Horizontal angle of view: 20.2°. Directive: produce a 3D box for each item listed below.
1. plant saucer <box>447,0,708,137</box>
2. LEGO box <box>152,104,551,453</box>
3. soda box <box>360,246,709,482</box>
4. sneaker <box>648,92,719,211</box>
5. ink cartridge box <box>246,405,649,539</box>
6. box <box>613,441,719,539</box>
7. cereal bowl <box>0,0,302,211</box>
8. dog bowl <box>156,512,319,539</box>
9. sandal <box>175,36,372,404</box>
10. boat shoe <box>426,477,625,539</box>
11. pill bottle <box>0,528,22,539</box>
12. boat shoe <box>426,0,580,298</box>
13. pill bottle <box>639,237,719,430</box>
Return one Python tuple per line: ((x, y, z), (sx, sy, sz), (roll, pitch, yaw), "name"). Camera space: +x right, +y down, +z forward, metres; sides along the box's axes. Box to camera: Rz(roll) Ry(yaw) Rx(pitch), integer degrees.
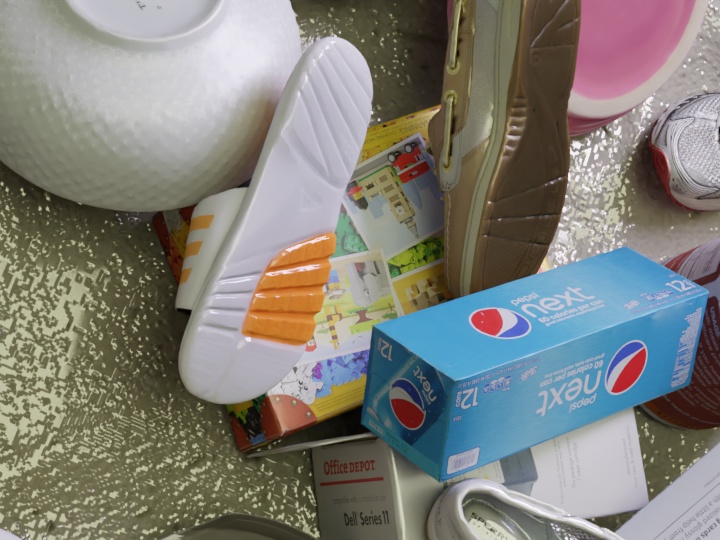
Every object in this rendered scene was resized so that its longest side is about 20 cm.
((0.146, -0.172, 1.240), (0.200, 0.051, 0.201), (-18, 122, -30), "plant saucer")
((0.000, 0.000, 1.182), (0.199, 0.077, 0.149), (-21, 86, -25), "LEGO box")
((0.098, 0.047, 1.108), (0.200, 0.068, 0.064), (-16, 125, -38), "soda box")
((0.275, -0.096, 1.318), (0.199, 0.082, 0.078), (-18, 86, -25), "sneaker")
((0.048, 0.120, 1.152), (0.199, 0.117, 0.068), (-5, 84, -23), "ink cartridge box")
((0.217, 0.207, 1.094), (0.156, 0.041, 0.200), (-39, 76, -7), "box")
((-0.126, -0.135, 1.117), (0.199, 0.083, 0.201), (6, 54, -8), "cereal bowl")
((-0.078, 0.235, 1.106), (0.199, 0.059, 0.201), (5, 77, -22), "dog bowl")
((-0.052, -0.027, 1.090), (0.079, 0.059, 0.207), (30, 77, -43), "sandal")
((0.125, 0.173, 1.048), (0.200, 0.069, 0.071), (29, 76, 2), "boat shoe")
((-0.204, 0.182, 0.985), (0.112, 0.200, 0.113), (5, 77, -22), "pill bottle")
((0.075, -0.078, 1.137), (0.074, 0.066, 0.201), (1, 102, -48), "boat shoe")
((0.244, 0.029, 1.211), (0.112, 0.200, 0.113), (5, 77, -22), "pill bottle")
